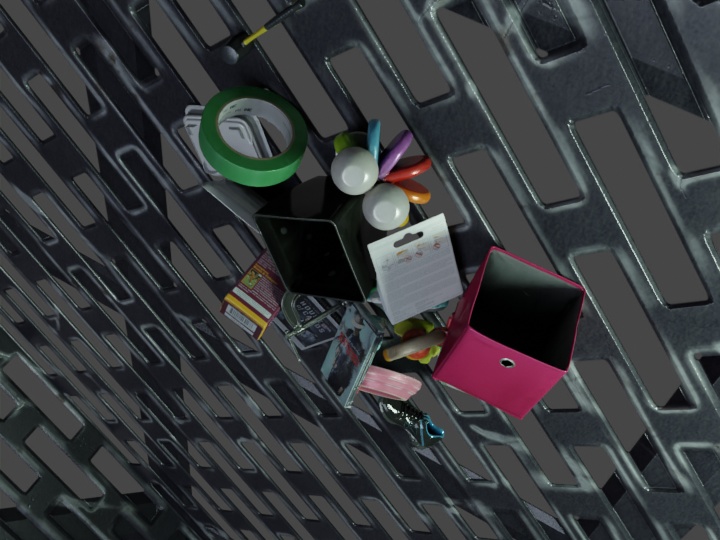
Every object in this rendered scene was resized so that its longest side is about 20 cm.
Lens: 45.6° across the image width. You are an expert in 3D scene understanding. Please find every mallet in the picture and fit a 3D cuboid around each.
[{"bbox_3d":[-0.173,-0.418,1.497,0.199,0.066,0.041,-16,118,47],"label":"mallet"}]

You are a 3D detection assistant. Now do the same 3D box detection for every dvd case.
[{"bbox_3d":[-0.020,0.180,1.904,0.146,0.022,0.202,50,122,50],"label":"dvd case"},{"bbox_3d":[-0.132,0.117,2.074,0.151,0.025,0.199,48,143,-15],"label":"dvd case"}]

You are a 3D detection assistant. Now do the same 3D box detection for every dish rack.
[{"bbox_3d":[-0.277,-0.256,1.775,0.198,0.044,0.173,9,135,32],"label":"dish rack"}]

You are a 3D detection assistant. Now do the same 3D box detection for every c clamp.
[{"bbox_3d":[-0.094,0.080,1.881,0.027,0.199,0.172,39,161,57],"label":"c clamp"}]

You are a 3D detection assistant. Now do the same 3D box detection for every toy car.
[{"bbox_3d":[0.045,-0.181,1.521,0.150,0.175,0.200,-38,104,17],"label":"toy car"}]

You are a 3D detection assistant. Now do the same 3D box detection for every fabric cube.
[{"bbox_3d":[0.271,0.117,1.582,0.194,0.201,0.200,25,143,0],"label":"fabric cube"}]

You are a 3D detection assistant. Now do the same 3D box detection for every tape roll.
[{"bbox_3d":[-0.198,-0.250,1.585,0.199,0.201,0.048,34,144,4],"label":"tape roll"}]

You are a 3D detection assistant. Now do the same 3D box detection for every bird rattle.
[{"bbox_3d":[0.137,0.150,1.767,0.199,0.162,0.114,-11,97,55],"label":"bird rattle"}]

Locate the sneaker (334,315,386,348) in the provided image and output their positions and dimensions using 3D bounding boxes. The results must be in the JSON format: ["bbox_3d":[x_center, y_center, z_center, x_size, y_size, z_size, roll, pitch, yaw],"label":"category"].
[{"bbox_3d":[-0.009,0.174,1.963,0.077,0.087,0.200,15,149,-18],"label":"sneaker"}]

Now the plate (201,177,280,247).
[{"bbox_3d":[-0.223,-0.132,1.786,0.199,0.200,0.032,38,100,-2],"label":"plate"}]

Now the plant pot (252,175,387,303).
[{"bbox_3d":[-0.058,-0.079,1.675,0.198,0.178,0.201,6,135,34],"label":"plant pot"}]

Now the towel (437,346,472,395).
[{"bbox_3d":[0.264,0.225,1.871,0.198,0.031,0.150,16,141,23],"label":"towel"}]

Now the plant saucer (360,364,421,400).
[{"bbox_3d":[0.040,0.258,1.986,0.198,0.051,0.201,15,168,3],"label":"plant saucer"}]

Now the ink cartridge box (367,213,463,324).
[{"bbox_3d":[0.102,-0.009,1.647,0.047,0.158,0.202,-120,9,-54],"label":"ink cartridge box"}]

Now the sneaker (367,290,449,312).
[{"bbox_3d":[0.106,0.061,1.795,0.198,0.078,0.091,7,151,38],"label":"sneaker"}]

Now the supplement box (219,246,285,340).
[{"bbox_3d":[-0.206,0.036,1.895,0.110,0.201,0.086,37,149,0],"label":"supplement box"}]

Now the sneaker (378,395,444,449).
[{"bbox_3d":[0.124,0.355,2.094,0.081,0.074,0.200,-27,119,39],"label":"sneaker"}]

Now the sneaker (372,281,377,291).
[{"bbox_3d":[0.000,0.000,1.780,0.198,0.084,0.075,2,123,30],"label":"sneaker"}]
